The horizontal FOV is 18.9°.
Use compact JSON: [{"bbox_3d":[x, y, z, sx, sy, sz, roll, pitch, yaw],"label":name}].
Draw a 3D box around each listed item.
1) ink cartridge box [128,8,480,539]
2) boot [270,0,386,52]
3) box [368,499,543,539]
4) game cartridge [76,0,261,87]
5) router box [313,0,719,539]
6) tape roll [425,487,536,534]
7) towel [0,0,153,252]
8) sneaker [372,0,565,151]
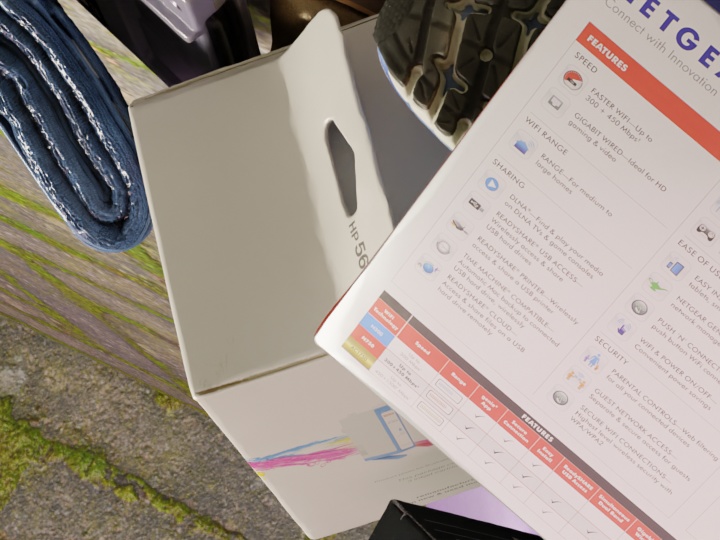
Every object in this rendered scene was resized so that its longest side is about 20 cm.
[{"bbox_3d":[0.000,0.000,0.831,0.125,0.129,0.200,-19,153,5],"label":"ink cartridge box"},{"bbox_3d":[-0.011,-0.066,0.893,0.073,0.076,0.200,28,169,9],"label":"boot"},{"bbox_3d":[0.097,0.175,0.866,0.200,0.079,0.141,21,-168,-46],"label":"box"},{"bbox_3d":[-0.095,-0.122,0.869,0.130,0.038,0.200,39,172,10],"label":"game cartridge"},{"bbox_3d":[0.111,0.020,0.639,0.200,0.049,0.180,41,128,4],"label":"router box"},{"bbox_3d":[0.132,0.102,1.030,0.200,0.199,0.066,90,162,-74],"label":"tape roll"},{"bbox_3d":[-0.126,-0.072,0.895,0.112,0.048,0.200,58,176,-16],"label":"towel"},{"bbox_3d":[0.091,-0.037,0.753,0.199,0.079,0.089,29,168,-8],"label":"sneaker"}]
